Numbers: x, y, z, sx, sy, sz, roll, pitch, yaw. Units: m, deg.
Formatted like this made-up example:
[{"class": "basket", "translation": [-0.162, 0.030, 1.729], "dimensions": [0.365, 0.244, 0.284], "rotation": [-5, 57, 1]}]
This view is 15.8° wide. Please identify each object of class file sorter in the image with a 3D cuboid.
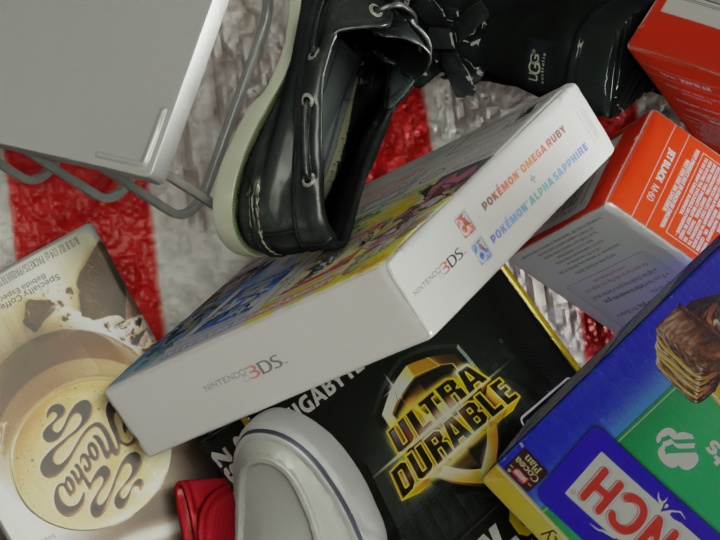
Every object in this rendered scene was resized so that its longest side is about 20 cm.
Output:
[{"class": "file sorter", "translation": [-0.125, -0.107, 1.236], "dimensions": [0.200, 0.124, 0.139], "rotation": [14, 79, 31]}]

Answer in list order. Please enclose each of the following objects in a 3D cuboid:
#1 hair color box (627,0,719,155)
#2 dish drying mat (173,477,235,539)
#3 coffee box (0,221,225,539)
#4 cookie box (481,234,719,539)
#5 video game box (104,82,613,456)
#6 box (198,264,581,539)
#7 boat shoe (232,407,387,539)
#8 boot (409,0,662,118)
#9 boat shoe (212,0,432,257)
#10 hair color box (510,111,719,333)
[{"class": "hair color box", "translation": [0.219, -0.099, 1.304], "dimensions": [0.064, 0.200, 0.111], "rotation": [24, 76, 39]}, {"class": "dish drying mat", "translation": [0.000, 0.136, 1.272], "dimensions": [0.200, 0.018, 0.077], "rotation": [2, 69, -39]}, {"class": "coffee box", "translation": [-0.135, 0.093, 1.277], "dimensions": [0.113, 0.080, 0.200], "rotation": [-30, 90, -13]}, {"class": "cookie box", "translation": [0.184, 0.085, 1.202], "dimensions": [0.171, 0.075, 0.200], "rotation": [45, 120, 4]}, {"class": "video game box", "translation": [0.000, 0.000, 1.216], "dimensions": [0.182, 0.200, 0.047], "rotation": [-40, 101, -46]}, {"class": "box", "translation": [0.038, 0.094, 1.276], "dimensions": [0.200, 0.049, 0.160], "rotation": [-36, 93, -43]}, {"class": "boat shoe", "translation": [-0.029, 0.163, 1.180], "dimensions": [0.066, 0.072, 0.200], "rotation": [-36, 126, -50]}, {"class": "boot", "translation": [0.080, -0.134, 1.326], "dimensions": [0.162, 0.198, 0.074], "rotation": [16, 112, 21]}, {"class": "boat shoe", "translation": [-0.001, -0.095, 1.185], "dimensions": [0.066, 0.075, 0.200], "rotation": [10, 65, 35]}, {"class": "hair color box", "translation": [0.188, 0.012, 1.302], "dimensions": [0.200, 0.111, 0.064], "rotation": [35, 65, -12]}]
